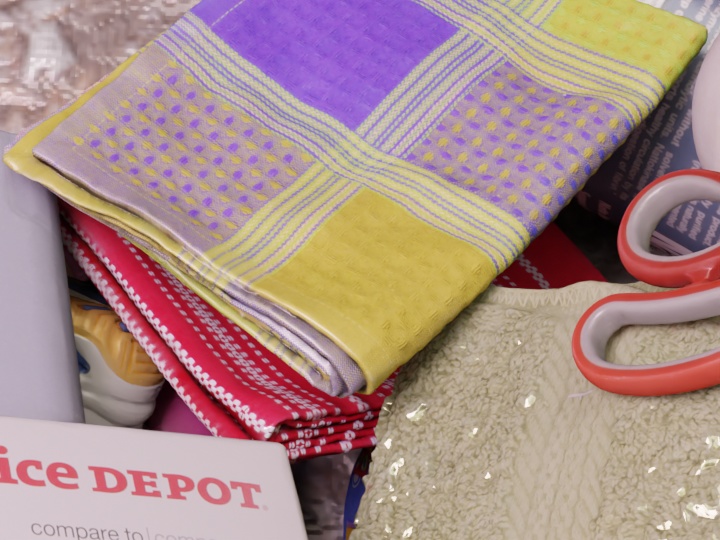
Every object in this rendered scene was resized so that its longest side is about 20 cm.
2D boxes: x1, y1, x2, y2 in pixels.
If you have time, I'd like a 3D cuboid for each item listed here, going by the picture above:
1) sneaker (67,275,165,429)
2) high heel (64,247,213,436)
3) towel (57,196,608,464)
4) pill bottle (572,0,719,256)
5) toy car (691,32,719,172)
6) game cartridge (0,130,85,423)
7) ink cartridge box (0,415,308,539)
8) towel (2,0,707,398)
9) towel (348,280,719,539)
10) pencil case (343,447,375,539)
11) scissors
[{"bbox_3d":[-0.155,0.027,0.836,0.200,0.075,0.088,24,98,38],"label":"sneaker"},{"bbox_3d":[-0.042,0.019,0.860,0.096,0.067,0.200,-28,64,-5],"label":"high heel"},{"bbox_3d":[0.000,0.000,0.836,0.200,0.022,0.145,-8,46,-43],"label":"towel"},{"bbox_3d":[0.156,-0.047,0.880,0.200,0.120,0.120,30,65,12],"label":"pill bottle"},{"bbox_3d":[0.191,0.009,0.754,0.150,0.200,0.175,-7,28,-30],"label":"toy car"},{"bbox_3d":[-0.182,0.014,0.718,0.200,0.042,0.133,0,45,-17],"label":"game cartridge"},{"bbox_3d":[-0.077,0.140,0.635,0.145,0.083,0.200,9,50,-32],"label":"ink cartridge box"},{"bbox_3d":[0.002,-0.053,0.782,0.144,0.023,0.200,34,55,21],"label":"towel"},{"bbox_3d":[0.052,0.091,0.695,0.148,0.036,0.200,-3,60,36],"label":"towel"},{"bbox_3d":[0.088,0.109,0.819,0.200,0.078,0.087,17,71,5],"label":"pencil case"},{"bbox_3d":[0.145,-0.006,0.656,0.200,0.014,0.073,-8,51,37],"label":"scissors"}]
